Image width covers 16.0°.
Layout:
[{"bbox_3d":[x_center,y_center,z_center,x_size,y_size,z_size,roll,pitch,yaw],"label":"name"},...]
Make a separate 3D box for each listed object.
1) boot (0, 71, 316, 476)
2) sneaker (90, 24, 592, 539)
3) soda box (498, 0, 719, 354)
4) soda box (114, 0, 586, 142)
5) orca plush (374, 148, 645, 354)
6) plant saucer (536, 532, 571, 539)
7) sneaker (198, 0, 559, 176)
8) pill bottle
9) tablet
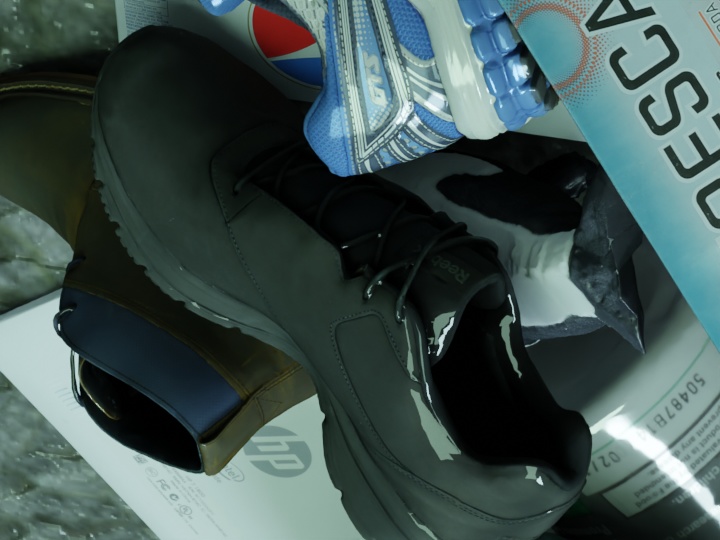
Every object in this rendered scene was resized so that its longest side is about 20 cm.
[{"bbox_3d":[-0.086,-0.003,0.866,0.200,0.097,0.075,22,144,33],"label":"boot"},{"bbox_3d":[0.000,0.000,0.766,0.200,0.076,0.091,48,148,1],"label":"sneaker"},{"bbox_3d":[0.099,-0.042,0.663,0.068,0.064,0.200,-33,85,22],"label":"soda box"},{"bbox_3d":[0.025,-0.092,0.805,0.200,0.068,0.064,10,133,11],"label":"soda box"},{"bbox_3d":[0.047,-0.026,0.833,0.105,0.071,0.200,52,160,-8],"label":"orca plush"},{"bbox_3d":[0.096,0.139,0.858,0.201,0.039,0.201,38,169,8],"label":"plant saucer"},{"bbox_3d":[-0.024,-0.117,0.735,0.085,0.077,0.200,-29,79,10],"label":"sneaker"},{"bbox_3d":[0.139,0.082,0.890,0.113,0.113,0.200,-29,117,36],"label":"pill bottle"},{"bbox_3d":[-0.047,0.074,1.015,0.130,0.014,0.200,-22,121,33],"label":"tablet"}]
